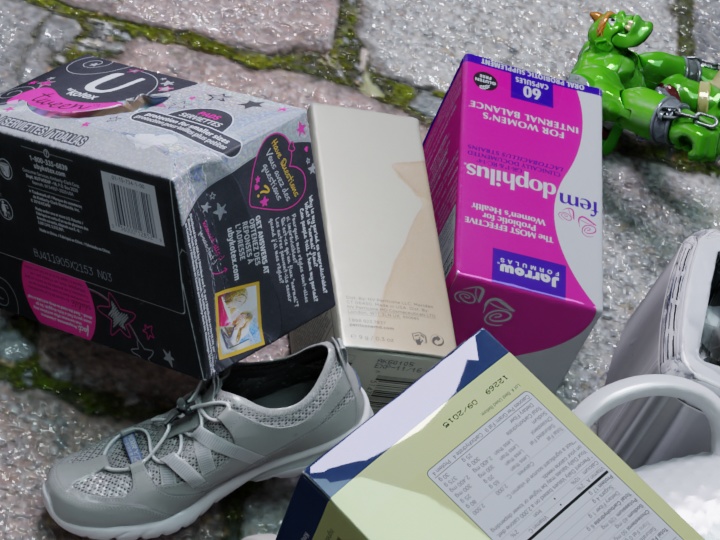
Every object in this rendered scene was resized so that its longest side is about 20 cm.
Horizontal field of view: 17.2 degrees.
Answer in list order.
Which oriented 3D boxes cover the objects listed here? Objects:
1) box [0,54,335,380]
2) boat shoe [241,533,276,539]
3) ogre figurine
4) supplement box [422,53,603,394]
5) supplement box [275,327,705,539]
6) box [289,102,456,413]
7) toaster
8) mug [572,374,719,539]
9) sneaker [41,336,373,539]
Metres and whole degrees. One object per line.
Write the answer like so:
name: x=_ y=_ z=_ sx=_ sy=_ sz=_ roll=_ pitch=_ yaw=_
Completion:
box: x=-0.127 y=-0.038 z=1.397 sx=0.199 sy=0.133 sz=0.115 roll=16 pitch=34 yaw=41
boat shoe: x=-0.048 y=0.234 z=1.284 sx=0.092 sy=0.075 sz=0.201 roll=-7 pitch=54 yaw=-36
ogre figurine: x=0.203 y=-0.123 z=1.675 sx=0.119 sy=0.099 sz=0.200 roll=16 pitch=38 yaw=6
supplement box: x=0.096 y=-0.029 z=1.553 sx=0.101 sy=0.104 sz=0.201 roll=13 pitch=49 yaw=-11
supplement box: x=0.065 y=0.180 z=1.195 sx=0.200 sy=0.200 sz=0.134 roll=44 pitch=58 yaw=16
box: x=0.000 y=0.000 z=1.496 sx=0.077 sy=0.095 sz=0.201 roll=7 pitch=50 yaw=-17
toaster: x=0.220 y=0.071 z=1.494 sx=0.113 sy=0.129 sz=0.201 roll=22 pitch=47 yaw=-1
mug: x=0.171 y=0.159 z=1.362 sx=0.174 sy=0.201 sz=0.148 roll=-9 pitch=8 yaw=-9
sneaker: x=-0.092 y=0.088 z=1.367 sx=0.199 sy=0.082 sz=0.075 roll=-21 pitch=42 yaw=-14
